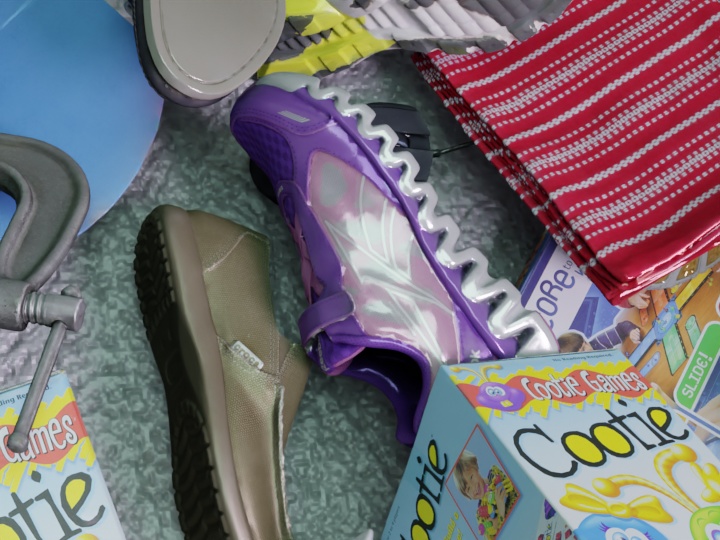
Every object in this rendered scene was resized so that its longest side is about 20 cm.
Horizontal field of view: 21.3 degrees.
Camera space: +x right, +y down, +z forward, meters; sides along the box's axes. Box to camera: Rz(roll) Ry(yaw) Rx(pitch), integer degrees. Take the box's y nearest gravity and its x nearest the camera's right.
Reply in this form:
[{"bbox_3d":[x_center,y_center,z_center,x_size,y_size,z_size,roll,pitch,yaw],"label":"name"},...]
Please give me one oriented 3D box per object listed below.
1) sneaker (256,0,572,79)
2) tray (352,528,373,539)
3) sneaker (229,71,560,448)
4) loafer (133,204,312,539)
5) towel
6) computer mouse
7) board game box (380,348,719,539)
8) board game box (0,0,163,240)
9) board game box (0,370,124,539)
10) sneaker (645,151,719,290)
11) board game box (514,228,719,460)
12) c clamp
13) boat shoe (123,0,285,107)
[{"bbox_3d":[0.016,-0.154,0.940,0.198,0.075,0.085,-8,59,24],"label":"sneaker"},{"bbox_3d":[-0.033,0.215,0.833,0.022,0.108,0.202,16,69,4],"label":"tray"},{"bbox_3d":[0.000,0.000,0.883,0.088,0.081,0.200,-38,85,-20],"label":"sneaker"},{"bbox_3d":[-0.054,0.062,0.892,0.067,0.076,0.202,-8,78,-22],"label":"loafer"},{"bbox_3d":[0.128,-0.082,0.920,0.144,0.023,0.200,-29,51,-9],"label":"towel"},{"bbox_3d":[0.043,-0.064,0.957,0.198,0.034,0.059,-9,63,-4],"label":"computer mouse"},{"bbox_3d":[0.109,0.136,0.810,0.102,0.106,0.200,-4,37,-31],"label":"board game box"},{"bbox_3d":[-0.196,-0.087,0.935,0.200,0.039,0.158,40,75,9],"label":"board game box"},{"bbox_3d":[-0.143,0.163,0.820,0.102,0.105,0.201,-19,78,-17],"label":"board game box"},{"bbox_3d":[0.177,-0.070,0.958,0.200,0.076,0.088,-38,65,-23],"label":"sneaker"},{"bbox_3d":[0.146,0.022,0.967,0.135,0.034,0.201,31,69,0],"label":"board game box"},{"bbox_3d":[-0.204,-0.013,0.835,0.198,0.027,0.172,13,46,11],"label":"c clamp"},{"bbox_3d":[-0.081,-0.138,0.925,0.072,0.063,0.201,28,40,-24],"label":"boat shoe"}]
